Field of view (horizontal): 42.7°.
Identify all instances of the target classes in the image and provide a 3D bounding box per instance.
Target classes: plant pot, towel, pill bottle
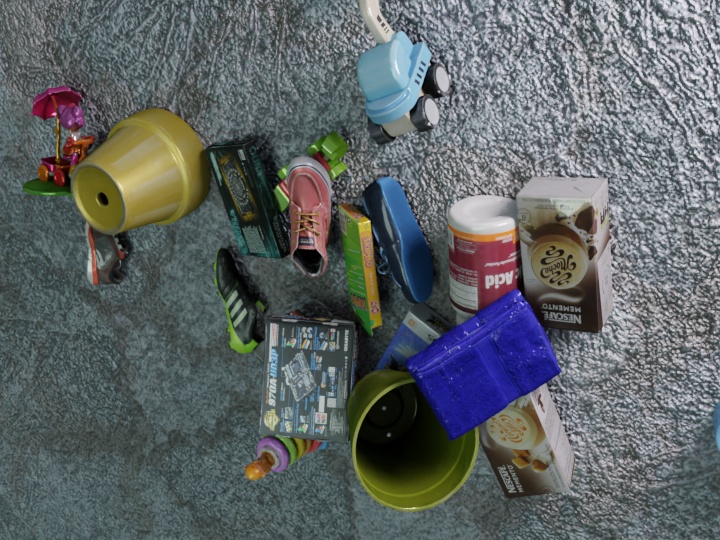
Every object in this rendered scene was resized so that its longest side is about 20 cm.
[{"bbox_3d":[-0.393,-0.158,1.605,0.197,0.189,0.205,15,123,24],"label":"plant pot"},{"bbox_3d":[0.179,0.139,1.317,0.198,0.050,0.149,-32,104,3],"label":"towel"},{"bbox_3d":[0.060,0.242,1.445,0.204,0.197,0.193,67,170,-15],"label":"plant pot"},{"bbox_3d":[0.187,0.003,1.364,0.112,0.114,0.204,10,120,28],"label":"pill bottle"}]

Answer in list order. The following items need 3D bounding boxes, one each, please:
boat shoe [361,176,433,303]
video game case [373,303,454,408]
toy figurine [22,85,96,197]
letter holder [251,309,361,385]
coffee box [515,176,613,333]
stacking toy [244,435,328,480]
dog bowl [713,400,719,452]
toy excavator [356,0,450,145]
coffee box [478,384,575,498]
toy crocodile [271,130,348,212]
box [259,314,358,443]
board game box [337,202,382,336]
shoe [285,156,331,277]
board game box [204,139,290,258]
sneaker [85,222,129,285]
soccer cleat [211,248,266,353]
[{"bbox_3d":[0.060,-0.046,1.457,0.068,0.083,0.204,-16,89,45],"label":"boat shoe"},{"bbox_3d":[0.120,0.180,1.546,0.180,0.045,0.202,37,129,12],"label":"video game case"},{"bbox_3d":[-0.540,-0.241,1.690,0.197,0.149,0.188,16,114,39],"label":"toy figurine"},{"bbox_3d":[-0.079,0.176,1.650,0.100,0.142,0.200,-43,85,8],"label":"letter holder"},{"bbox_3d":[0.292,-0.023,1.304,0.111,0.080,0.204,4,117,30],"label":"coffee box"},{"bbox_3d":[-0.148,0.325,1.695,0.114,0.200,0.112,15,122,23],"label":"stacking toy"},{"bbox_3d":[0.587,0.239,1.275,0.196,0.049,0.114,14,122,27],"label":"dog bowl"},{"bbox_3d":[0.039,-0.312,1.291,0.098,0.197,0.200,-10,137,35],"label":"toy excavator"},{"bbox_3d":[0.252,0.254,1.447,0.112,0.080,0.203,-12,119,28],"label":"coffee box"},{"bbox_3d":[-0.085,-0.157,1.488,0.199,0.062,0.068,-34,94,40],"label":"toy crocodile"},{"bbox_3d":[-0.087,0.182,1.555,0.155,0.046,0.205,4,93,9],"label":"box"},{"bbox_3d":[0.000,0.000,1.507,0.096,0.029,0.204,-135,37,-60],"label":"board game box"},{"bbox_3d":[-0.081,-0.080,1.463,0.070,0.092,0.202,0,142,5],"label":"shoe"},{"bbox_3d":[-0.193,-0.121,1.574,0.134,0.028,0.204,7,119,51],"label":"board game box"},{"bbox_3d":[-0.493,-0.061,1.812,0.080,0.078,0.203,8,123,-2],"label":"sneaker"},{"bbox_3d":[-0.218,0.053,1.689,0.079,0.068,0.204,-7,107,13],"label":"soccer cleat"}]
